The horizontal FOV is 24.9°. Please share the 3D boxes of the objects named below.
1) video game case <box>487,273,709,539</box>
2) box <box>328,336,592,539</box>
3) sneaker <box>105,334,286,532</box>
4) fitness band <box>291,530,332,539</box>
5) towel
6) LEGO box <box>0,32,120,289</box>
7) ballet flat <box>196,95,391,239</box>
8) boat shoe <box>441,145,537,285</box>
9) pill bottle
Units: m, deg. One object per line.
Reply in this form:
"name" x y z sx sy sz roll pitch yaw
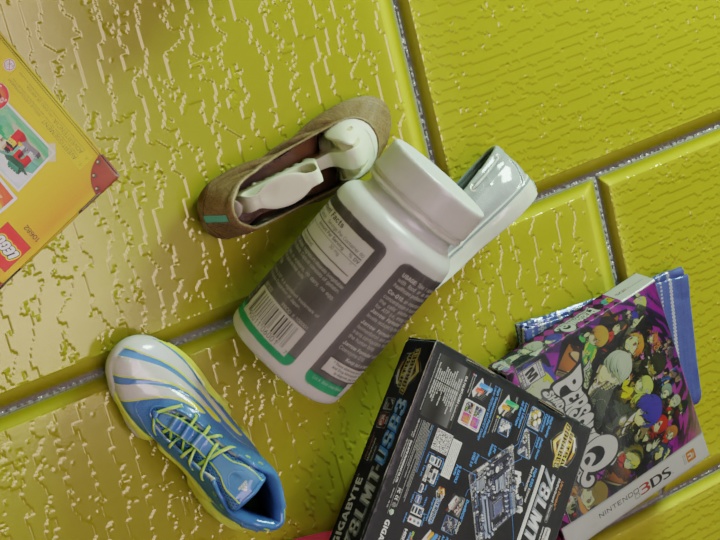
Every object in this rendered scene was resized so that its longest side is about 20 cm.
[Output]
"video game case" 0.225 0.132 1.516 0.181 0.036 0.201 -30 113 -21
"box" 0.088 0.186 1.381 0.198 0.050 0.201 30 74 -33
"sneaker" -0.119 0.133 1.301 0.076 0.105 0.200 -46 116 -16
"fitness band" -0.020 0.298 1.422 0.199 0.037 0.144 -7 97 -30
"towel" 0.238 0.089 1.549 0.199 0.024 0.145 -18 107 -25
"LEGO box" -0.299 -0.094 1.185 0.149 0.077 0.200 -45 116 -16
"ballet flat" -0.041 -0.084 1.334 0.200 0.072 0.068 -28 108 -24
"boat shoe" 0.064 -0.034 1.411 0.201 0.070 0.072 -41 98 -19
"pill bottle" 0.000 0.000 1.312 0.113 0.113 0.200 37 100 -28
